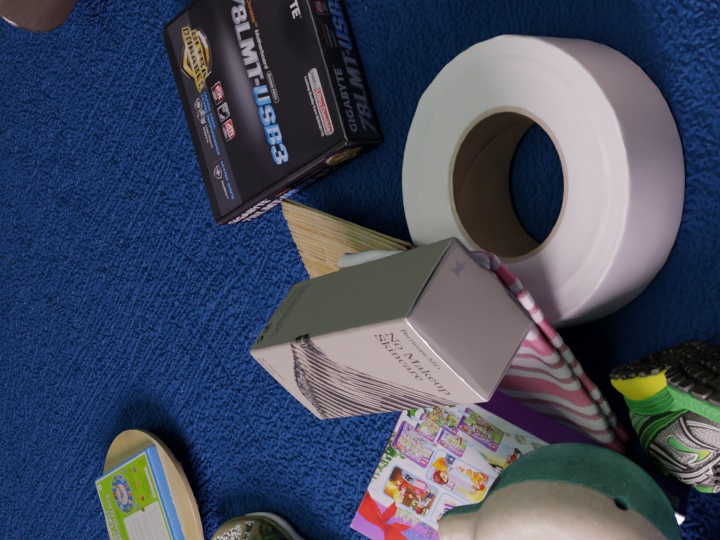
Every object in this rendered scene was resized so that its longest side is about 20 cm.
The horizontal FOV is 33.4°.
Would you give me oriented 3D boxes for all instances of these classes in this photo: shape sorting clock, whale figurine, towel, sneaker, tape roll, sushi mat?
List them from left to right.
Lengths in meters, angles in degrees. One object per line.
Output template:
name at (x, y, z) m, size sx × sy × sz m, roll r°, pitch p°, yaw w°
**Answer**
shape sorting clock at (-0.217, 0.265, 1.257) m, size 0.199 × 0.039 × 0.202 m, roll 10°, pitch 104°, yaw 46°
sneaker at (-0.087, 0.274, 1.083) m, size 0.199 × 0.088 × 0.078 m, roll 7°, pitch 101°, yaw 46°
sushi mat at (0.000, 0.000, 0.957) m, size 0.200 × 0.012 × 0.096 m, roll 23°, pitch 141°, yaw 56°
towel at (0.083, 0.059, 0.831) m, size 0.146 × 0.030 × 0.200 m, roll -2°, pitch 136°, yaw 49°
tape roll at (0.122, -0.059, 0.834) m, size 0.201 × 0.070 × 0.205 m, roll 7°, pitch 100°, yaw 45°
whale figurine at (0.125, 0.187, 0.770) m, size 0.158 × 0.104 × 0.201 m, roll 27°, pitch 137°, yaw 3°
sneaker at (0.220, 0.088, 0.714) m, size 0.200 × 0.077 × 0.086 m, roll 151°, pitch 98°, yaw -82°

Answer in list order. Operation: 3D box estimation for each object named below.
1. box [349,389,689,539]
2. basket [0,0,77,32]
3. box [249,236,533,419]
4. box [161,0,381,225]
box at (0.106, 0.166, 0.832) m, size 0.199 × 0.039 × 0.138 m, roll 28°, pitch 114°, yaw 10°
basket at (-0.298, -0.368, 1.201) m, size 0.199 × 0.135 × 0.182 m, roll -31°, pitch 66°, yaw 41°
box at (0.014, 0.044, 0.788) m, size 0.082 × 0.069 × 0.199 m, roll 44°, pitch 152°, yaw -17°
box at (-0.084, -0.166, 1.056) m, size 0.198 × 0.049 × 0.202 m, roll -25°, pitch 77°, yaw 46°
